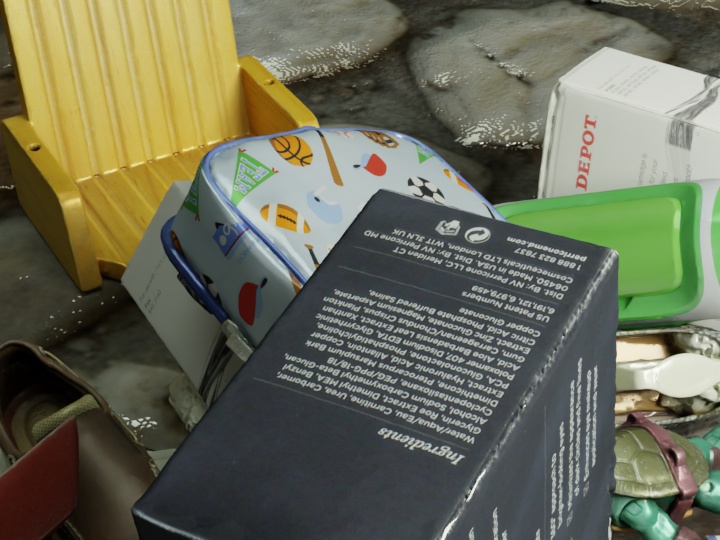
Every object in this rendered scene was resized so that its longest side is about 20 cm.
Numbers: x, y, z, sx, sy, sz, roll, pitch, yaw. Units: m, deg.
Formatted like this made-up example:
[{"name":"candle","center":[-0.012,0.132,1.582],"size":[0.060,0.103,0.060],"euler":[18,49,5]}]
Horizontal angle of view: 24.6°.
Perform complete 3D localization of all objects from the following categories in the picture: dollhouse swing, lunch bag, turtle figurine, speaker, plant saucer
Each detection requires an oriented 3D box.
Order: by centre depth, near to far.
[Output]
[{"name":"plant saucer","center":[-0.223,0.173,0.775],"size":[0.037,0.200,0.200],"euler":[47,46,0]},{"name":"lunch bag","center":[0.000,0.000,0.867],"size":[0.160,0.076,0.200],"euler":[48,36,21]},{"name":"turtle figurine","center":[0.153,0.128,0.888],"size":[0.200,0.101,0.150],"euler":[-8,40,-23]},{"name":"speaker","center":[0.155,-0.007,1.029],"size":[0.200,0.089,0.088],"euler":[-6,29,34]},{"name":"dollhouse swing","center":[-0.141,-0.123,1.166],"size":[0.200,0.176,0.182],"euler":[-17,39,-24]}]

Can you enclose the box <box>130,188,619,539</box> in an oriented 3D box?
[{"name":"box","center":[0.019,0.108,0.692],"size":[0.117,0.197,0.200],"euler":[16,47,23]}]

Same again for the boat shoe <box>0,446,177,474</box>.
[{"name":"boat shoe","center":[-0.134,0.125,0.920],"size":[0.200,0.060,0.074],"euler":[6,57,29]}]

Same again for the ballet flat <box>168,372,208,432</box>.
[{"name":"ballet flat","center":[-0.083,0.061,1.018],"size":[0.072,0.072,0.200],"euler":[3,34,5]}]

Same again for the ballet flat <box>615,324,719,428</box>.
[{"name":"ballet flat","center":[0.141,0.064,0.984],"size":[0.200,0.072,0.072],"euler":[-4,36,-8]}]

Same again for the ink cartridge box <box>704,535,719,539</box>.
[{"name":"ink cartridge box","center":[0.276,0.213,0.787],"size":[0.200,0.041,0.200],"euler":[6,35,-10]}]

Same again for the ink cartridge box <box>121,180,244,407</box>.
[{"name":"ink cartridge box","center":[-0.020,0.040,0.943],"size":[0.146,0.086,0.200],"euler":[-6,48,-44]}]

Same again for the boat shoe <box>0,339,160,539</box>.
[{"name":"boat shoe","center":[-0.144,0.102,0.838],"size":[0.075,0.075,0.202],"euler":[-33,41,-21]}]

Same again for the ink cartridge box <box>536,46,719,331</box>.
[{"name":"ink cartridge box","center":[0.222,-0.046,1.078],"size":[0.200,0.146,0.085],"euler":[20,34,24]}]
